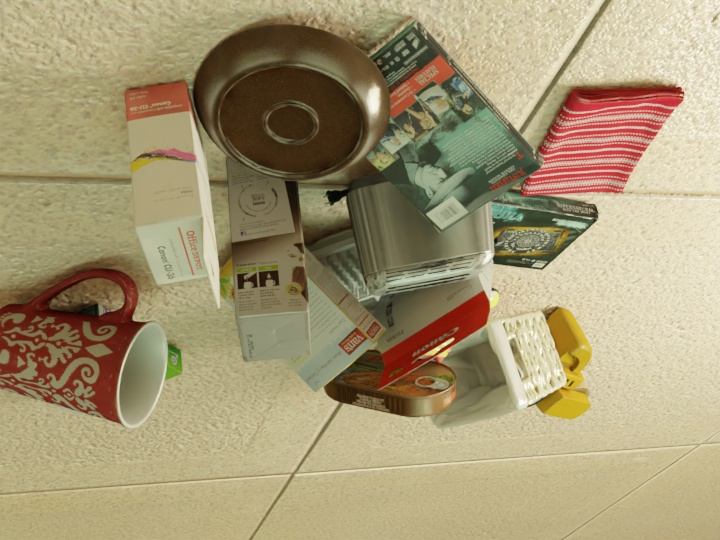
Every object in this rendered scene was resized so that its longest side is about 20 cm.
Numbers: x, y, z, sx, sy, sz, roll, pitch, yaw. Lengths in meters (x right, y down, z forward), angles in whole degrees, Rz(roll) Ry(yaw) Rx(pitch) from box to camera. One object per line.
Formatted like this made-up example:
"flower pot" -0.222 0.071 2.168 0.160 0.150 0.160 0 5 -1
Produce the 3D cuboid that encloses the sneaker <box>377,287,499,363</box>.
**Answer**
"sneaker" 0.111 0.080 1.475 0.199 0.091 0.078 -23 -165 -17

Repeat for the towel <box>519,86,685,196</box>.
"towel" 0.284 -0.149 1.246 0.143 0.023 0.200 -3 150 -13

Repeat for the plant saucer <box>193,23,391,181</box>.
"plant saucer" -0.069 -0.155 1.043 0.198 0.032 0.201 1 139 1

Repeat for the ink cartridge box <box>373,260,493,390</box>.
"ink cartridge box" 0.083 0.049 1.284 0.160 0.200 0.047 -33 103 20

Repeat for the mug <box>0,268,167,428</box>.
"mug" -0.354 0.093 1.319 0.198 0.179 0.134 9 159 14

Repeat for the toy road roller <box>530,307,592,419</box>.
"toy road roller" 0.318 0.144 1.687 0.146 0.123 0.199 -42 140 25

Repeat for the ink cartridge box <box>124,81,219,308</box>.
"ink cartridge box" -0.184 -0.068 1.032 0.067 0.201 0.117 -10 151 -3

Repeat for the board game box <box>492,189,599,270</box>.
"board game box" 0.196 -0.054 1.376 0.198 0.028 0.135 6 146 -28

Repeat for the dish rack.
"dish rack" 0.000 0.000 1.387 0.170 0.044 0.200 -18 151 14

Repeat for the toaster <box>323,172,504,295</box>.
"toaster" 0.064 -0.048 1.211 0.198 0.130 0.114 -9 172 -5

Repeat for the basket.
"basket" 0.192 0.146 1.573 0.123 0.137 0.199 -15 174 -38

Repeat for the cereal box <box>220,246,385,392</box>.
"cereal box" -0.081 0.045 1.309 0.144 0.200 0.040 -41 -176 43

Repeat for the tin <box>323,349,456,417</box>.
"tin" 0.039 0.156 1.468 0.199 0.112 0.042 9 118 28

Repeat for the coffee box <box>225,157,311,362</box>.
"coffee box" -0.101 -0.016 1.156 0.079 0.202 0.113 -5 152 -4

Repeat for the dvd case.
"dvd case" 0.071 -0.142 1.080 0.146 0.022 0.200 -34 112 34

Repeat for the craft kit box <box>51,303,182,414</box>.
"craft kit box" -0.388 0.130 1.480 0.199 0.049 0.197 -22 152 18
